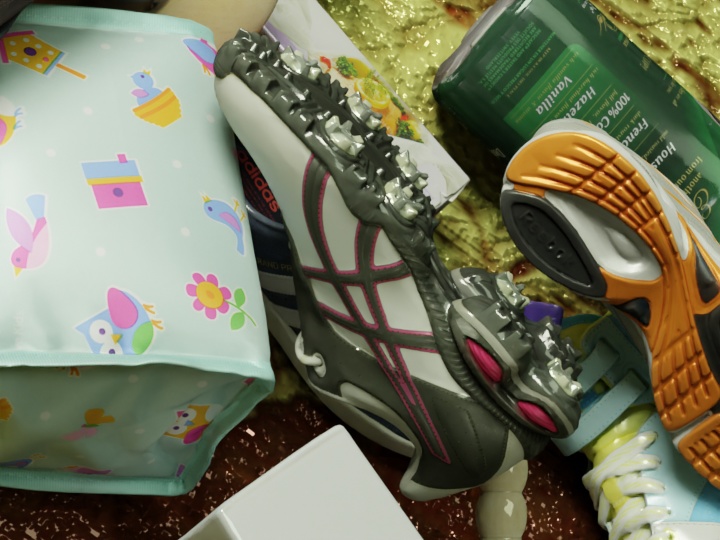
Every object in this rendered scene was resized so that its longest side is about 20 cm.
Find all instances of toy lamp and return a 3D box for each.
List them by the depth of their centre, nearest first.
[{"bbox_3d":[0.059,0.114,0.757,0.058,0.058,0.201,6,82,-28],"label":"toy lamp"}]

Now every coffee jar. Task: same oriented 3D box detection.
[{"bbox_3d":[0.131,-0.053,0.888,0.200,0.085,0.104,41,7,-4],"label":"coffee jar"}]

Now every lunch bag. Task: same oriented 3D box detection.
[{"bbox_3d":[-0.147,-0.013,0.688,0.199,0.122,0.171,6,56,-27],"label":"lunch bag"}]

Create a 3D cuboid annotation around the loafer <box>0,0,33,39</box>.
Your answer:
[{"bbox_3d":[-0.129,-0.130,0.662,0.072,0.063,0.200,39,35,12],"label":"loafer"}]

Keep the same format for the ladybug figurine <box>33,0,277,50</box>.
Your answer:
[{"bbox_3d":[-0.127,-0.142,0.787,0.199,0.072,0.137,10,91,-15],"label":"ladybug figurine"}]

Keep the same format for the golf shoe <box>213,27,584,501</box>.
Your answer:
[{"bbox_3d":[-0.002,0.001,0.702,0.200,0.088,0.077,51,17,-5],"label":"golf shoe"}]

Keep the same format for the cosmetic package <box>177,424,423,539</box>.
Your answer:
[{"bbox_3d":[0.005,0.172,0.692,0.071,0.101,0.200,-31,83,-39],"label":"cosmetic package"}]

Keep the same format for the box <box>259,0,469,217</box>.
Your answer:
[{"bbox_3d":[-0.031,-0.099,0.858,0.200,0.041,0.039,49,51,3],"label":"box"}]

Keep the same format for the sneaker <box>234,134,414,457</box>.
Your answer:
[{"bbox_3d":[0.000,0.000,0.793,0.200,0.085,0.075,43,51,-4],"label":"sneaker"}]

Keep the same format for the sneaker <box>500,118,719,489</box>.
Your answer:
[{"bbox_3d":[0.141,0.009,0.794,0.200,0.076,0.092,51,19,-11],"label":"sneaker"}]

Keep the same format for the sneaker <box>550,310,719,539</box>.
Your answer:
[{"bbox_3d":[0.116,0.096,0.817,0.130,0.080,0.200,35,42,-12],"label":"sneaker"}]
